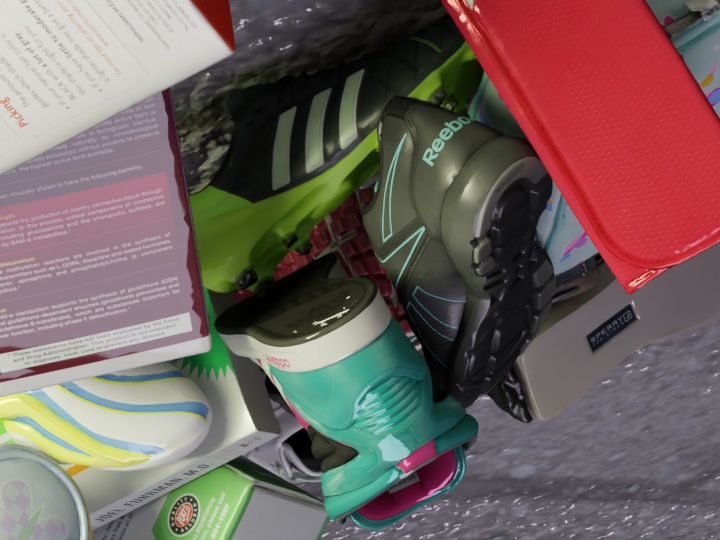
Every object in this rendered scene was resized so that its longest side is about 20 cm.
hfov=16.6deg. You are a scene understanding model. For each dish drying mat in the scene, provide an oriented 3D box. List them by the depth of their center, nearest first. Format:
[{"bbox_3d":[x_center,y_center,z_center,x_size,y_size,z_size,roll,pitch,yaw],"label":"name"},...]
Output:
[{"bbox_3d":[0.095,-0.092,1.074,0.077,0.200,0.018,-32,180,15],"label":"dish drying mat"}]

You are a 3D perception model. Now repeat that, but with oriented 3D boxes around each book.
[{"bbox_3d":[-0.147,0.067,1.296,0.200,0.134,0.048,-29,158,21],"label":"book"}]

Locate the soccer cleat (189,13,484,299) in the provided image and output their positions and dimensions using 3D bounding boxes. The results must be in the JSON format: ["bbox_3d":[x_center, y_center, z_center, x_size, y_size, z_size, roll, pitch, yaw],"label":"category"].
[{"bbox_3d":[-0.015,-0.073,1.185,0.200,0.081,0.068,-41,162,0],"label":"soccer cleat"}]

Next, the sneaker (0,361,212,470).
[{"bbox_3d":[-0.163,0.027,1.195,0.200,0.076,0.105,18,135,0],"label":"sneaker"}]

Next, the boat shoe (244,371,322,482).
[{"bbox_3d":[-0.039,0.097,1.498,0.073,0.067,0.200,-4,151,-24],"label":"boat shoe"}]

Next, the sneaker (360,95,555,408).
[{"bbox_3d":[0.046,-0.010,1.172,0.075,0.079,0.200,-43,154,-27],"label":"sneaker"}]

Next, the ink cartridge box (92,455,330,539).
[{"bbox_3d":[-0.135,0.145,1.340,0.084,0.200,0.146,23,93,-54],"label":"ink cartridge box"}]

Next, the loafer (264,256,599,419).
[{"bbox_3d":[0.042,0.033,1.383,0.200,0.072,0.063,-32,119,11],"label":"loafer"}]

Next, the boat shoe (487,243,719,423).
[{"bbox_3d":[0.138,0.011,1.453,0.200,0.093,0.075,-29,117,-23],"label":"boat shoe"}]

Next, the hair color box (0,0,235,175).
[{"bbox_3d":[-0.159,-0.088,0.955,0.200,0.061,0.102,-26,134,15],"label":"hair color box"}]

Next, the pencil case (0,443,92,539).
[{"bbox_3d":[-0.220,0.141,1.239,0.091,0.083,0.200,24,153,-37],"label":"pencil case"}]

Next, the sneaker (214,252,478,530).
[{"bbox_3d":[-0.002,0.061,1.189,0.084,0.121,0.200,-29,-169,-6],"label":"sneaker"}]

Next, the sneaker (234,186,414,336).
[{"bbox_3d":[0.000,0.000,1.308,0.075,0.081,0.200,-9,177,-40],"label":"sneaker"}]

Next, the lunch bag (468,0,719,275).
[{"bbox_3d":[0.134,-0.090,1.187,0.160,0.077,0.200,-32,161,-20],"label":"lunch bag"}]

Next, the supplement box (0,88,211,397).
[{"bbox_3d":[-0.134,-0.044,1.087,0.109,0.061,0.200,-12,131,-8],"label":"supplement box"}]
